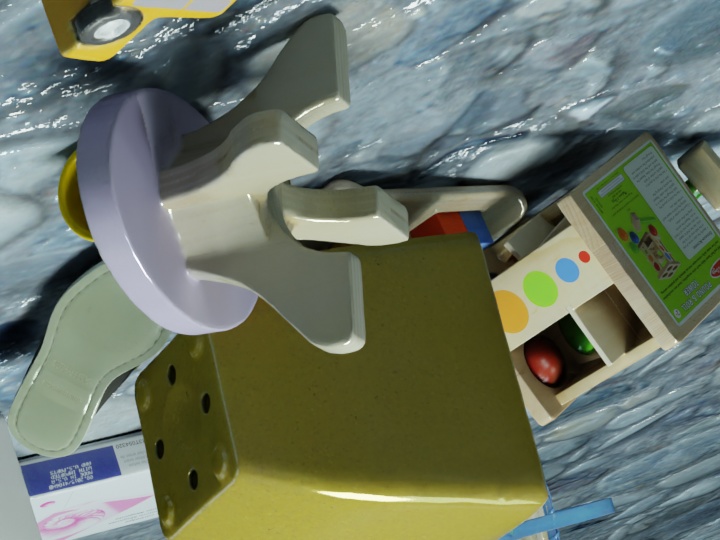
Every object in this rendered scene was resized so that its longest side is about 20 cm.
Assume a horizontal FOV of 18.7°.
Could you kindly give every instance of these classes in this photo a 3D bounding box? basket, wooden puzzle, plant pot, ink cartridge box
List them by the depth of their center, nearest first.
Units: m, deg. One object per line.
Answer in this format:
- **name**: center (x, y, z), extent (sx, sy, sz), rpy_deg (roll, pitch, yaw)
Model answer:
- **plant pot**: center (-0.030, 0.100, 1.416), extent (0.199, 0.195, 0.195), rpy_deg (1, 152, -32)
- **wooden puzzle**: center (0.000, 0.000, 1.521), extent (0.185, 0.046, 0.200), rpy_deg (-34, 158, 35)
- **ink cartridge box**: center (-0.213, 0.190, 1.832), extent (0.196, 0.043, 0.200), rpy_deg (-13, 158, -26)
- **basket**: center (0.153, 0.279, 2.323), extent (0.176, 0.140, 0.200), rpy_deg (-8, 168, -31)

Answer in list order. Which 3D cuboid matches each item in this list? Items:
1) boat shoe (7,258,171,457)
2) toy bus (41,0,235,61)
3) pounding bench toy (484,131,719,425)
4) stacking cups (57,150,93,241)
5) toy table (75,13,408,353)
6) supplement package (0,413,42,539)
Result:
- **boat shoe**: center (-0.170, 0.040, 1.429), extent (0.201, 0.072, 0.061), rpy_deg (-51, -168, 37)
- **toy bus**: center (-0.064, -0.168, 0.950), extent (0.078, 0.065, 0.200), rpy_deg (-5, 155, -45)
- **pounding bench toy**: center (0.178, -0.004, 1.570), extent (0.156, 0.124, 0.200), rpy_deg (-36, 180, 41)
- **stacking cups**: center (-0.101, -0.036, 1.299), extent (0.060, 0.061, 0.200), rpy_deg (-28, 163, 21)
- **toy table**: center (-0.057, -0.040, 1.179), extent (0.117, 0.185, 0.200), rpy_deg (-9, 174, 19)
- **supplement package**: center (-0.347, 0.191, 1.567), extent (0.199, 0.117, 0.117), rpy_deg (-7, 157, -34)
